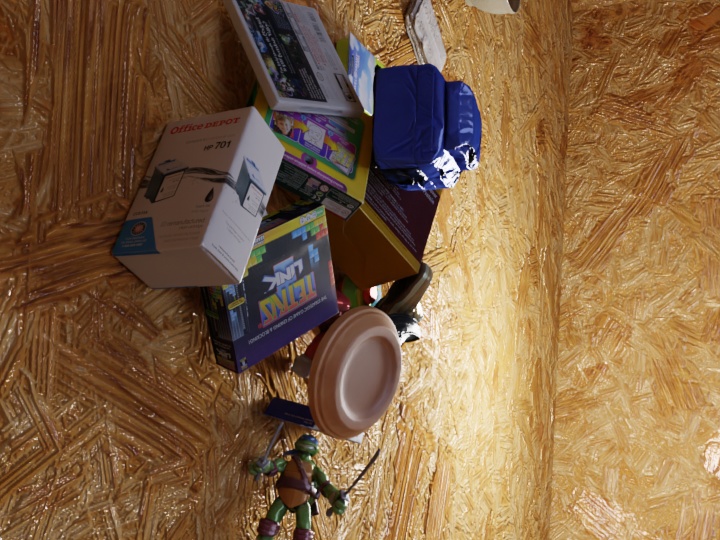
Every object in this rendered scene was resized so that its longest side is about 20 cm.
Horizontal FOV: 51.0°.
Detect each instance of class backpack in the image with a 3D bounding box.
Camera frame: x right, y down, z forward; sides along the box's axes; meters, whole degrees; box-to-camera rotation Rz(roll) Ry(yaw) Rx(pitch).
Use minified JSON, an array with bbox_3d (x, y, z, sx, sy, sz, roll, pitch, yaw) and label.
[{"bbox_3d":[0.105,-0.203,1.166,0.200,0.163,0.167,36,60,-74],"label":"backpack"}]

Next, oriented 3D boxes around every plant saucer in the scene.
[{"bbox_3d":[0.002,0.156,1.128,0.198,0.037,0.206,-19,116,-46],"label":"plant saucer"}]

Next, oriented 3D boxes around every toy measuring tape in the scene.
[{"bbox_3d":[0.000,0.000,1.371,0.073,0.072,0.205,32,63,-58],"label":"toy measuring tape"}]

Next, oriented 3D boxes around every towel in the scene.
[{"bbox_3d":[0.157,-0.542,1.767,0.202,0.034,0.134,62,37,-42],"label":"towel"}]

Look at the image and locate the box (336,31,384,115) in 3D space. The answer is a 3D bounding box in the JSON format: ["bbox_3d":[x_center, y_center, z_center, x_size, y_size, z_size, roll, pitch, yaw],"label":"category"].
[{"bbox_3d":[0.005,-0.350,1.432,0.199,0.047,0.125,21,69,-61],"label":"box"}]

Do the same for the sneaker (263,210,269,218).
[{"bbox_3d":[-0.170,-0.031,1.039,0.080,0.075,0.205,-32,115,-49],"label":"sneaker"}]

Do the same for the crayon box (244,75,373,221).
[{"bbox_3d":[-0.079,-0.195,1.112,0.197,0.058,0.176,27,50,-21],"label":"crayon box"}]

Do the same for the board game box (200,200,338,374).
[{"bbox_3d":[-0.121,0.017,1.021,0.198,0.056,0.169,-30,120,-42],"label":"board game box"}]

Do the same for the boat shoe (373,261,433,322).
[{"bbox_3d":[0.082,0.059,1.326,0.075,0.200,0.073,29,49,-11],"label":"boat shoe"}]

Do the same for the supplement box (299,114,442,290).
[{"bbox_3d":[0.018,-0.116,1.293,0.197,0.131,0.203,45,47,-29],"label":"supplement box"}]

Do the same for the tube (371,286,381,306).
[{"bbox_3d":[0.017,0.016,1.442,0.077,0.049,0.206,38,50,-69],"label":"tube"}]

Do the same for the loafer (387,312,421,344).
[{"bbox_3d":[0.041,0.109,1.246,0.199,0.067,0.072,15,57,-56],"label":"loafer"}]

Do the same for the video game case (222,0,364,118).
[{"bbox_3d":[-0.097,-0.316,1.107,0.179,0.023,0.204,-6,66,-48],"label":"video game case"}]

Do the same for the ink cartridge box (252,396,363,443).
[{"bbox_3d":[-0.076,0.232,1.175,0.199,0.093,0.038,33,69,-58],"label":"ink cartridge box"}]

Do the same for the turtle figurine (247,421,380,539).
[{"bbox_3d":[-0.096,0.326,1.080,0.142,0.198,0.198,24,69,-27],"label":"turtle figurine"}]

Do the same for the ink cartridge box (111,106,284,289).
[{"bbox_3d":[-0.191,-0.086,0.911,0.086,0.143,0.204,49,46,-48],"label":"ink cartridge box"}]

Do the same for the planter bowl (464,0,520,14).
[{"bbox_3d":[0.350,-0.798,2.061,0.199,0.132,0.206,8,81,-64],"label":"planter bowl"}]

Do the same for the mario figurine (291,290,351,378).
[{"bbox_3d":[-0.047,0.129,1.246,0.123,0.104,0.205,30,46,-55],"label":"mario figurine"}]
